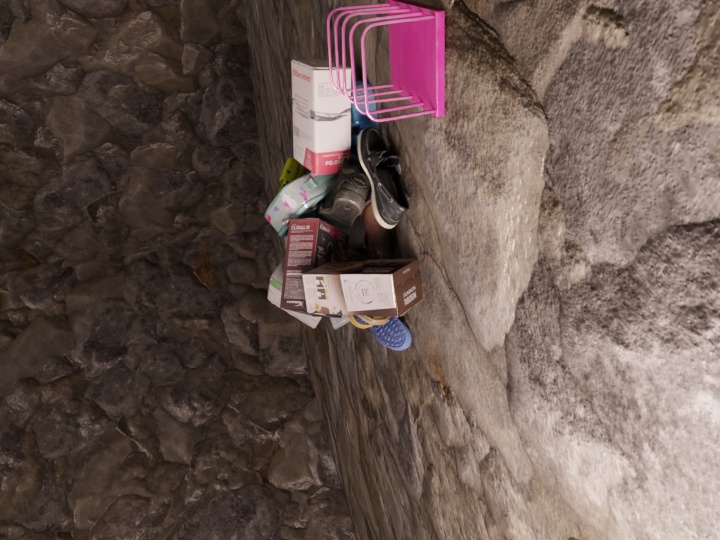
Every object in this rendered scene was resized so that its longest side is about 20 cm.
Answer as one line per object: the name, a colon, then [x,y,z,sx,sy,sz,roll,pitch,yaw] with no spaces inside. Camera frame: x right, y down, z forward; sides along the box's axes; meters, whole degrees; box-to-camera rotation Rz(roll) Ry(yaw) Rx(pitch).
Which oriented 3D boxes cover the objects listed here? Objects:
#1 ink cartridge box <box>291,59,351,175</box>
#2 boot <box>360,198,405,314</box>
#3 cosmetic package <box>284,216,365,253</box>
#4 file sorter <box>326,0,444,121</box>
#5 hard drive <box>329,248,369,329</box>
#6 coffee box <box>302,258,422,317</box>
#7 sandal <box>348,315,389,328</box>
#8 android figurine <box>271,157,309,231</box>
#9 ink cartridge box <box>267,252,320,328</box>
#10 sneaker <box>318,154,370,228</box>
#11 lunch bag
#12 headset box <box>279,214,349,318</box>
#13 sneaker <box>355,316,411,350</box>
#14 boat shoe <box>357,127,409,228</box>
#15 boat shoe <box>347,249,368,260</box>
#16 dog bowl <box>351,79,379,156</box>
ink cartridge box: [-0.080,-0.314,1.210,0.145,0.083,0.204,-136,42,-56]
boot: [0.057,-0.020,1.191,0.187,0.063,0.203,84,170,-61]
cosmetic package: [-0.081,-0.076,1.431,0.107,0.196,0.092,121,135,-72]
file sorter: [0.031,-0.317,0.896,0.201,0.123,0.142,-122,24,-57]
hard drive: [-0.027,0.048,1.472,0.199,0.032,0.142,-33,75,49]
coffee box: [0.004,0.030,1.121,0.196,0.112,0.082,0,104,32]
sandal: [0.002,0.094,1.284,0.199,0.079,0.055,17,107,60]
android figurine: [-0.166,-0.198,1.440,0.183,0.040,0.203,106,-178,-66]
ink cartridge box: [-0.139,0.050,1.413,0.144,0.088,0.200,32,159,-1]
sneaker: [-0.025,-0.154,1.190,0.116,0.075,0.199,-67,10,-16]
lunch bag: [-0.107,-0.158,1.298,0.078,0.199,0.160,54,138,-1]
headset box: [-0.090,-0.011,1.240,0.148,0.073,0.205,23,-109,-64]
sneaker: [0.058,0.123,1.321,0.199,0.077,0.071,33,95,49]
boat shoe: [0.047,-0.182,1.091,0.066,0.073,0.204,-31,59,46]
boat shoe: [0.000,0.000,1.310,0.201,0.072,0.064,-122,30,-55]
dog bowl: [0.003,-0.287,1.215,0.111,0.049,0.205,-152,51,-74]
